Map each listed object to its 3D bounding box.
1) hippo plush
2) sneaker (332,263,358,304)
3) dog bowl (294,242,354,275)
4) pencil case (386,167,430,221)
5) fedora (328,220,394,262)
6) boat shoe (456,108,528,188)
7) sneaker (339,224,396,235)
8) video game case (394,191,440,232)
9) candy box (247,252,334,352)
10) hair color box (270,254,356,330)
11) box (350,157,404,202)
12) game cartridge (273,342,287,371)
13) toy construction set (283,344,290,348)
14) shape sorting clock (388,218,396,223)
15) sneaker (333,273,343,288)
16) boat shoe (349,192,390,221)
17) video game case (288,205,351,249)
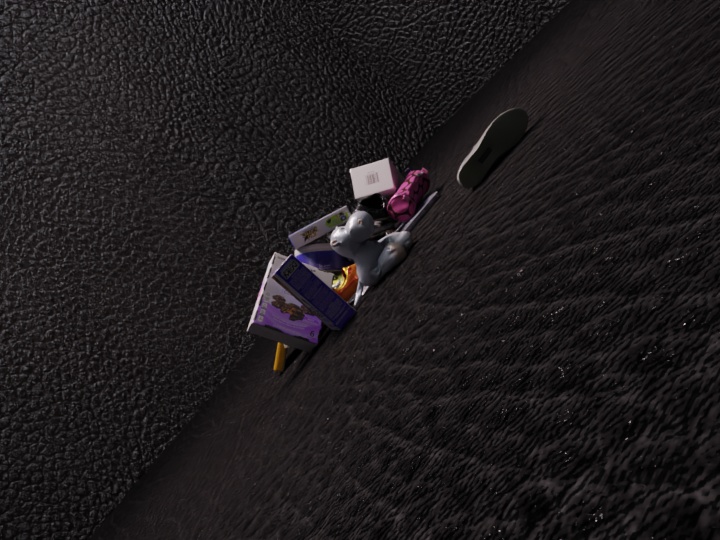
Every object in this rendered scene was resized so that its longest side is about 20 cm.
[{"bbox_3d":[0.010,-0.058,1.466,0.200,0.161,0.159,-45,7,23],"label":"hippo plush"},{"bbox_3d":[0.000,0.000,1.578,0.200,0.077,0.073,-49,4,-19],"label":"sneaker"},{"bbox_3d":[-0.094,-0.024,1.820,0.200,0.199,0.079,149,120,-70],"label":"dog bowl"},{"bbox_3d":[0.140,-0.218,1.746,0.094,0.091,0.200,-47,8,36],"label":"pencil case"},{"bbox_3d":[0.008,-0.075,1.681,0.199,0.092,0.201,-9,12,2],"label":"fedora"},{"bbox_3d":[0.276,-0.264,1.319,0.201,0.070,0.072,-50,9,8],"label":"boat shoe"},{"bbox_3d":[0.012,-0.096,1.835,0.199,0.079,0.077,-3,-34,-26],"label":"sneaker"},{"bbox_3d":[0.135,-0.131,1.719,0.200,0.019,0.143,-49,6,-13],"label":"video game case"},{"bbox_3d":[-0.169,0.079,1.524,0.072,0.167,0.201,130,156,-58],"label":"candy box"},{"bbox_3d":[-0.111,0.054,1.425,0.065,0.200,0.109,-48,6,-13],"label":"hair color box"},{"bbox_3d":[0.063,-0.249,1.868,0.124,0.098,0.200,-14,-15,15],"label":"box"},{"bbox_3d":[-0.216,0.171,1.752,0.176,0.032,0.201,-147,64,-84],"label":"game cartridge"},{"bbox_3d":[-0.167,0.123,1.621,0.092,0.132,0.200,3,17,26],"label":"toy construction set"},{"bbox_3d":[0.079,-0.173,1.891,0.199,0.039,0.200,-17,-10,-3],"label":"shape sorting clock"},{"bbox_3d":[-0.055,0.039,1.715,0.200,0.076,0.075,-46,5,12],"label":"sneaker"},{"bbox_3d":[0.040,-0.181,1.700,0.199,0.074,0.066,-25,-40,-49],"label":"boat shoe"},{"bbox_3d":[-0.119,-0.121,1.766,0.181,0.046,0.200,-27,5,-5],"label":"video game case"}]
